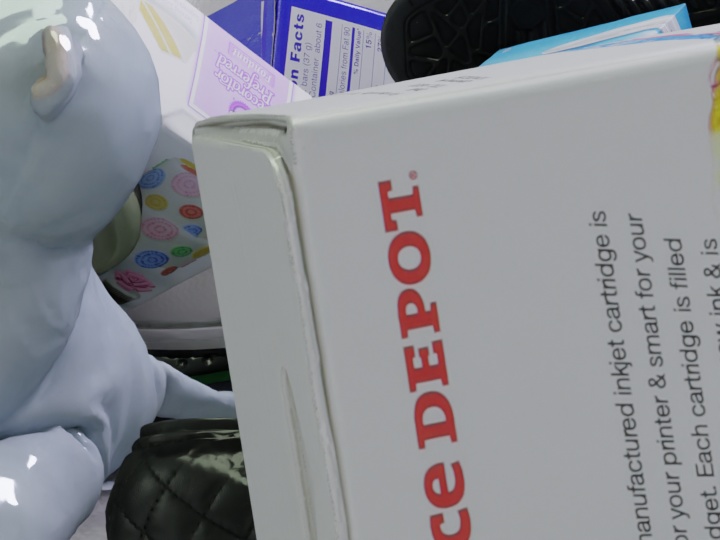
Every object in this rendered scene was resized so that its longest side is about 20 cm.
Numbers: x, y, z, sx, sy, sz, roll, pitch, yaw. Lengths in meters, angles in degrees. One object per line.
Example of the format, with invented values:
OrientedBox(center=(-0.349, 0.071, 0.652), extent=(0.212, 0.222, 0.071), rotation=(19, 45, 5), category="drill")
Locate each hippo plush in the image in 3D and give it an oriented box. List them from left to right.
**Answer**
OrientedBox(center=(-0.110, 0.001, 0.707), extent=(0.200, 0.161, 0.159), rotation=(7, 26, -8), category="hippo plush")

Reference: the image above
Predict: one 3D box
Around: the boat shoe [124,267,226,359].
OrientedBox(center=(0.000, 0.000, 0.901), extent=(0.200, 0.060, 0.074), rotation=(-17, 50, 12), category="boat shoe")

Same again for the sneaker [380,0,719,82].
OrientedBox(center=(0.106, -0.087, 0.884), extent=(0.199, 0.060, 0.104), rotation=(-5, 9, 1), category="sneaker")

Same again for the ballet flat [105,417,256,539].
OrientedBox(center=(0.029, 0.070, 0.666), extent=(0.200, 0.057, 0.066), rotation=(0, -12, 18), category="ballet flat")

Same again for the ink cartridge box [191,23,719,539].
OrientedBox(center=(0.074, 0.020, 0.562), extent=(0.200, 0.145, 0.084), rotation=(-11, 7, -17), category="ink cartridge box")

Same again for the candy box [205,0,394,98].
OrientedBox(center=(0.003, -0.041, 1.025), extent=(0.200, 0.077, 0.169), rotation=(13, -16, -31), category="candy box")

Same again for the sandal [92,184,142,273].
OrientedBox(center=(-0.170, -0.011, 0.813), extent=(0.201, 0.080, 0.057), rotation=(-4, 51, 16), category="sandal")

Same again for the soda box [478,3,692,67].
OrientedBox(center=(0.054, -0.024, 0.734), extent=(0.068, 0.064, 0.200), rotation=(-13, 12, 21), category="soda box")

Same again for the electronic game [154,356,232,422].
OrientedBox(center=(-0.062, 0.036, 0.986), extent=(0.200, 0.042, 0.200), rotation=(-8, 8, 1), category="electronic game")

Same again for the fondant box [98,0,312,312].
OrientedBox(center=(-0.137, -0.038, 0.867), extent=(0.200, 0.058, 0.144), rotation=(-26, -49, 38), category="fondant box")
